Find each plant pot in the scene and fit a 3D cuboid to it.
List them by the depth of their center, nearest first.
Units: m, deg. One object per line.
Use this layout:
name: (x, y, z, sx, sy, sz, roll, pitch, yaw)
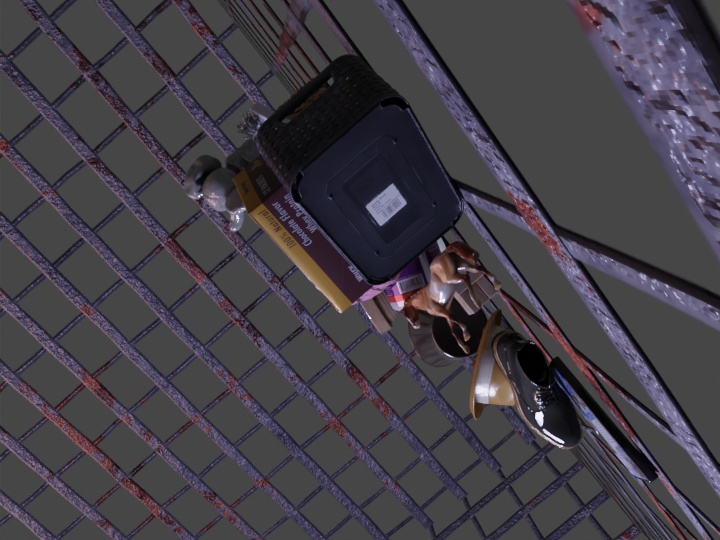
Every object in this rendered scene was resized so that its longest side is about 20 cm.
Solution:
plant pot: (0.034, 0.015, 1.274, 0.203, 0.092, 0.201, 62, -176, -8)

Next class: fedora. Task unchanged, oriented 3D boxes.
fedora: (0.254, 0.174, 1.161, 0.081, 0.204, 0.201, 12, 168, 20)

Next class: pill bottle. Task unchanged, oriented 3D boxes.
pill bottle: (0.073, -0.042, 1.083, 0.112, 0.111, 0.203, -86, -24, -86)

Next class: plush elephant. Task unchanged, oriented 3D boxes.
plush elephant: (-0.196, -0.141, 1.087, 0.164, 0.155, 0.201, 31, 158, 36)

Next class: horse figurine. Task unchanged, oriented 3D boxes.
horse figurine: (0.133, 0.029, 0.959, 0.133, 0.049, 0.202, 47, 139, 34)

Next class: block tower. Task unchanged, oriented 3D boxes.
block tower: (0.193, 0.039, 1.112, 0.058, 0.054, 0.200, 50, -177, 10)

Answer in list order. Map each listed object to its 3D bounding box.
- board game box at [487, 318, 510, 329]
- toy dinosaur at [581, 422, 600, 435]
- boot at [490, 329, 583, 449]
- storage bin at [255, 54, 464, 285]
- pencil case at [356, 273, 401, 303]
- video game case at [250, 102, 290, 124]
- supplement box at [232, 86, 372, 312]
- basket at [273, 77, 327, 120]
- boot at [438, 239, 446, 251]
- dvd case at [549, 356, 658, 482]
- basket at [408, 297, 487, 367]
board game box: (0.339, 0.191, 1.309, 0.135, 0.034, 0.201, 49, -176, -46)
toy dinosaur: (0.344, 0.215, 1.140, 0.200, 0.047, 0.088, 48, 177, -10)
boot: (0.265, 0.182, 0.932, 0.201, 0.077, 0.138, 52, 178, 1)
storage bin: (0.005, -0.094, 0.659, 0.094, 0.135, 0.200, 53, -177, 41)
pencil case: (0.000, 0.000, 1.038, 0.085, 0.084, 0.200, 12, 163, -19)
video game case: (-0.087, -0.170, 1.072, 0.199, 0.023, 0.183, 34, 159, 30)
supplement box: (-0.024, -0.097, 0.853, 0.198, 0.199, 0.133, 48, -177, -33)
basket: (-0.061, -0.216, 1.181, 0.150, 0.142, 0.200, 53, -176, 29)
boot: (0.070, -0.053, 1.214, 0.200, 0.144, 0.073, 48, -177, -27)
dvd case: (0.346, 0.216, 0.942, 0.201, 0.017, 0.143, 53, -177, 21)
basket: (0.178, 0.111, 1.306, 0.200, 0.133, 0.184, 143, 126, -84)
